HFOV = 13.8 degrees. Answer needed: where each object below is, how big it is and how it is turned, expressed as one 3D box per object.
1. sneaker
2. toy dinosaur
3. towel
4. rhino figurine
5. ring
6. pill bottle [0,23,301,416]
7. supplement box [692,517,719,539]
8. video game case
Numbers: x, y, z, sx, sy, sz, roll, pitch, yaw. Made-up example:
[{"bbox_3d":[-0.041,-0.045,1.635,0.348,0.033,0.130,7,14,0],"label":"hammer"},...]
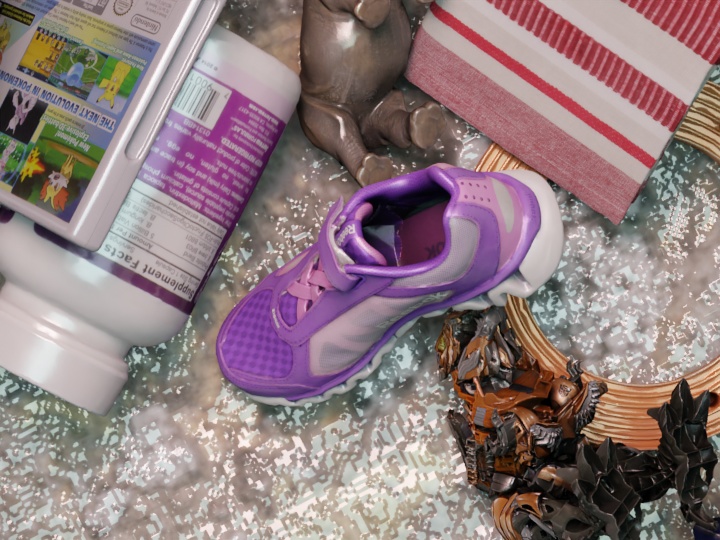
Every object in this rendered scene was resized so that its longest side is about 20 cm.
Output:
[{"bbox_3d":[0.000,0.000,1.494,0.199,0.088,0.081,-28,64,25],"label":"sneaker"},{"bbox_3d":[0.110,0.108,1.523,0.200,0.135,0.102,50,54,-21],"label":"toy dinosaur"},{"bbox_3d":[0.111,-0.128,1.477,0.144,0.200,0.023,35,47,7],"label":"towel"},{"bbox_3d":[0.001,-0.146,1.512,0.059,0.087,0.201,-7,108,-27],"label":"rhino figurine"},{"bbox_3d":[0.147,-0.006,1.566,0.199,0.019,0.202,0,90,-3],"label":"ring"},{"bbox_3d":[-0.120,-0.033,1.508,0.112,0.112,0.201,28,88,-2],"label":"pill bottle"},{"bbox_3d":[0.252,0.216,1.523,0.108,0.110,0.201,-14,89,-2],"label":"supplement box"},{"bbox_3d":[-0.142,-0.117,1.478,0.022,0.200,0.183,28,88,-38],"label":"video game case"}]
